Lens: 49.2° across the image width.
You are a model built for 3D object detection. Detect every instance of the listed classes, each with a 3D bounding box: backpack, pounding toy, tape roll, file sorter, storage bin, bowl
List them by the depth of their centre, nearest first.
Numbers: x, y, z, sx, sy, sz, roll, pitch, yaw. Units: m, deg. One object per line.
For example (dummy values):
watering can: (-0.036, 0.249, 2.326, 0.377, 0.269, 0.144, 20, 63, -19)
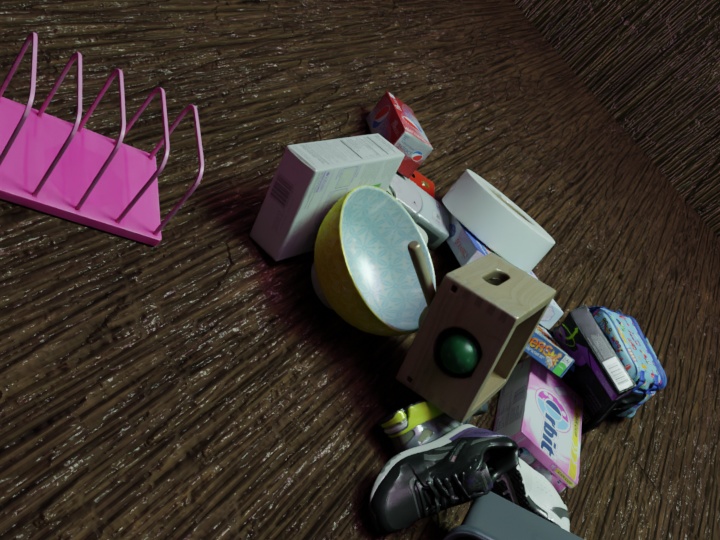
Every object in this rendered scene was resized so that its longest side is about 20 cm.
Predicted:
file sorter: (-0.285, -0.142, 0.850, 0.200, 0.125, 0.139, 19, 42, -37)
storage bin: (0.176, 0.345, 0.870, 0.200, 0.146, 0.134, 26, 21, 10)
pounding toy: (0.125, 0.061, 0.971, 0.142, 0.184, 0.200, 33, 25, 21)
bowl: (0.000, 0.000, 1.037, 0.200, 0.108, 0.201, 29, 50, -41)
tape roll: (0.239, -0.087, 1.366, 0.202, 0.071, 0.202, 36, 15, -11)
backpack: (0.454, 0.166, 1.393, 0.200, 0.134, 0.183, 19, 43, -42)

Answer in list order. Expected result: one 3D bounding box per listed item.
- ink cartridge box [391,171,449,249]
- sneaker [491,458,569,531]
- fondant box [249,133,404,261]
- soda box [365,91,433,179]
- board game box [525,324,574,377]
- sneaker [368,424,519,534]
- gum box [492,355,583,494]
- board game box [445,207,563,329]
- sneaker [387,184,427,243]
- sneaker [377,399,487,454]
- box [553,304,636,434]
ink cartridge box: (0.082, -0.149, 1.365, 0.162, 0.057, 0.200, 34, 40, -21)
sneaker: (0.206, 0.287, 1.038, 0.200, 0.074, 0.080, 52, 27, -11)
fondant box: (-0.042, -0.102, 1.060, 0.058, 0.144, 0.200, 42, 33, 22)
soda box: (0.064, -0.241, 1.381, 0.063, 0.070, 0.200, 32, 21, -24)
board game box: (0.246, 0.084, 1.243, 0.135, 0.034, 0.200, 35, 9, -13)
sneaker: (0.099, 0.233, 0.892, 0.200, 0.087, 0.076, -26, 103, -36)
gum box: (0.262, 0.230, 1.157, 0.113, 0.066, 0.200, 42, 32, -8)
board game box: (0.233, -0.009, 1.345, 0.199, 0.041, 0.200, 34, 17, -22)
sneaker: (0.037, -0.090, 1.219, 0.200, 0.081, 0.075, 29, 35, -29)
sneaker: (0.102, 0.203, 1.010, 0.200, 0.074, 0.081, -7, 73, -48)
box: (0.350, 0.161, 1.237, 0.036, 0.200, 0.143, -21, 63, -12)
